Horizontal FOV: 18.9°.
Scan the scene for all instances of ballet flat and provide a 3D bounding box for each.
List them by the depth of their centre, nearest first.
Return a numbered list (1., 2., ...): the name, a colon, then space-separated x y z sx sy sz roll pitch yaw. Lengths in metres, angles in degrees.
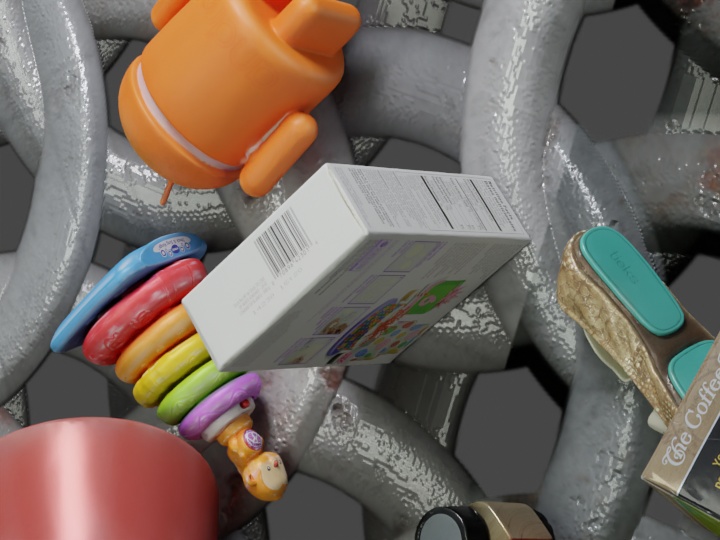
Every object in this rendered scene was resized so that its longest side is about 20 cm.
1. ballet flat: 0.193 0.060 1.366 0.200 0.070 0.065 55 143 24

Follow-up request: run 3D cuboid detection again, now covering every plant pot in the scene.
1. plant pot: -0.186 0.231 1.498 0.200 0.200 0.178 -37 42 28

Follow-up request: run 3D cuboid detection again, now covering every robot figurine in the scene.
1. robot figurine: -0.091 -0.138 1.518 0.144 0.117 0.200 42 117 -12

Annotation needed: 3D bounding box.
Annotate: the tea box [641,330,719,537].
1. tea box: 0.297 0.085 1.207 0.196 0.134 0.201 28 86 26

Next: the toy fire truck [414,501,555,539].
1. toy fire truck: 0.098 0.273 1.400 0.176 0.128 0.200 -52 54 23

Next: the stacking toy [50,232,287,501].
1. stacking toy: -0.115 0.082 1.552 0.110 0.116 0.200 -42 79 29

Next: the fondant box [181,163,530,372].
1. fondant box: 0.000 0.000 1.403 0.144 0.200 0.058 -42 67 27
